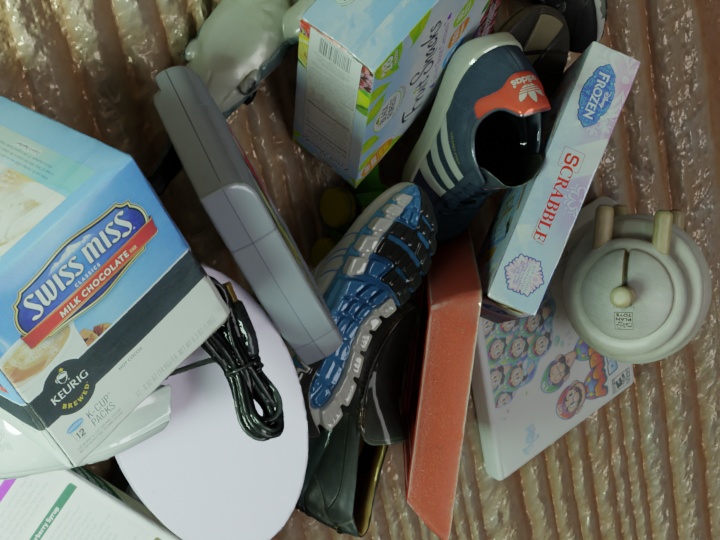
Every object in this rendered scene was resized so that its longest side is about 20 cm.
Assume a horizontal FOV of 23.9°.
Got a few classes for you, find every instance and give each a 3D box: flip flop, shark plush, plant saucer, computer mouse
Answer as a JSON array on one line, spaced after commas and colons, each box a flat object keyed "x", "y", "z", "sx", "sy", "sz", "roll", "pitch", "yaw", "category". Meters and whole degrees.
[{"x": 0.088, "y": -0.122, "z": 1.313, "sx": 0.081, "sy": 0.058, "sz": 0.200, "roll": 12, "pitch": 117, "yaw": -40, "category": "flip flop"}, {"x": -0.074, "y": -0.132, "z": 1.149, "sx": 0.083, "sy": 0.091, "sz": 0.201, "roll": 42, "pitch": 70, "yaw": -76, "category": "shark plush"}, {"x": 0.059, "y": 0.077, "z": 1.310, "sx": 0.037, "sy": 0.200, "sz": 0.200, "roll": 5, "pitch": 109, "yaw": -3, "category": "plant saucer"}, {"x": -0.153, "y": 0.080, "z": 1.027, "sx": 0.199, "sy": 0.044, "sz": 0.110, "roll": -20, "pitch": 103, "yaw": -3, "category": "computer mouse"}]

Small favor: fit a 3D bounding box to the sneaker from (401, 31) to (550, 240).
[{"x": 0.087, "y": -0.074, "z": 1.231, "sx": 0.075, "sy": 0.085, "sz": 0.200, "roll": -20, "pitch": 148, "yaw": -24, "category": "sneaker"}]

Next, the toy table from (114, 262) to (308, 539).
[{"x": -0.120, "y": 0.079, "z": 1.129, "sx": 0.183, "sy": 0.117, "sz": 0.201, "roll": -13, "pitch": 106, "yaw": -21, "category": "toy table"}]

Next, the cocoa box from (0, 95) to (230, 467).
[{"x": -0.202, "y": -0.005, "z": 0.981, "sx": 0.133, "sy": 0.200, "sz": 0.131, "roll": -44, "pitch": 132, "yaw": -20, "category": "cocoa box"}]

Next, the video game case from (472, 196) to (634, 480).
[{"x": 0.168, "y": 0.060, "z": 1.492, "sx": 0.182, "sy": 0.024, "sz": 0.201, "roll": -32, "pitch": 128, "yaw": -30, "category": "video game case"}]

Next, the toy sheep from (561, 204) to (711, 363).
[{"x": 0.229, "y": 0.013, "z": 1.418, "sx": 0.200, "sy": 0.138, "sz": 0.138, "roll": -4, "pitch": 113, "yaw": -68, "category": "toy sheep"}]

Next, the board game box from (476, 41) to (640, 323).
[{"x": 0.139, "y": -0.060, "z": 1.299, "sx": 0.041, "sy": 0.200, "sz": 0.200, "roll": 23, "pitch": 86, "yaw": -2, "category": "board game box"}]

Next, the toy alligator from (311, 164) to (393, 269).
[{"x": 0.000, "y": 0.000, "z": 1.282, "sx": 0.059, "sy": 0.054, "sz": 0.201, "roll": -5, "pitch": 111, "yaw": -42, "category": "toy alligator"}]

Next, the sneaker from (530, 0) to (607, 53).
[{"x": 0.122, "y": -0.244, "z": 1.295, "sx": 0.087, "sy": 0.076, "sz": 0.200, "roll": -31, "pitch": 125, "yaw": -12, "category": "sneaker"}]

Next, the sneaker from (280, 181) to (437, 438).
[{"x": -0.022, "y": 0.017, "z": 1.224, "sx": 0.075, "sy": 0.087, "sz": 0.200, "roll": 42, "pitch": 77, "yaw": -43, "category": "sneaker"}]

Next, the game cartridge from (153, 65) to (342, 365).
[{"x": -0.069, "y": -0.027, "z": 1.098, "sx": 0.041, "sy": 0.133, "sz": 0.200, "roll": -25, "pitch": 143, "yaw": 3, "category": "game cartridge"}]

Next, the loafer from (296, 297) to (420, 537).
[{"x": 0.009, "y": 0.110, "z": 1.300, "sx": 0.073, "sy": 0.072, "sz": 0.201, "roll": -14, "pitch": 130, "yaw": -54, "category": "loafer"}]

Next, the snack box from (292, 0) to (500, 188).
[{"x": 0.030, "y": -0.167, "z": 1.158, "sx": 0.169, "sy": 0.068, "sz": 0.200, "roll": -49, "pitch": 170, "yaw": -17, "category": "snack box"}]

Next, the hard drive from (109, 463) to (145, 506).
[{"x": -0.129, "y": 0.173, "z": 1.252, "sx": 0.139, "sy": 0.033, "sz": 0.201, "roll": 22, "pitch": 92, "yaw": -46, "category": "hard drive"}]

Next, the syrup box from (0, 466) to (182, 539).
[{"x": -0.189, "y": 0.178, "z": 1.133, "sx": 0.200, "sy": 0.079, "sz": 0.082, "roll": 41, "pitch": 81, "yaw": -33, "category": "syrup box"}]
